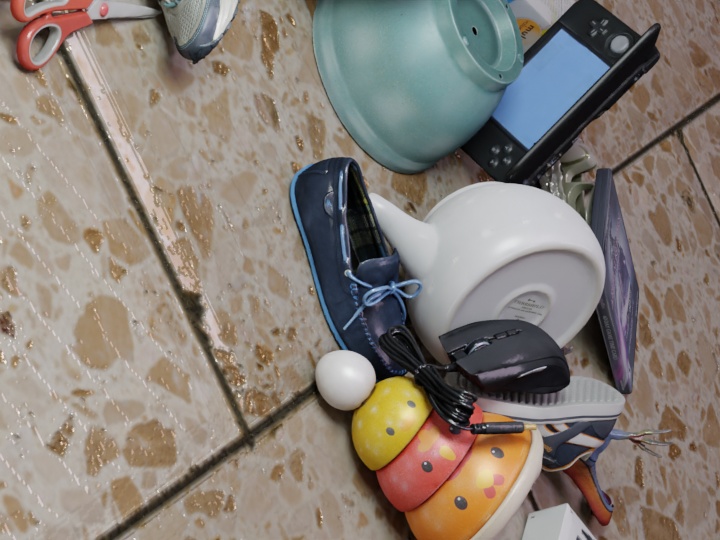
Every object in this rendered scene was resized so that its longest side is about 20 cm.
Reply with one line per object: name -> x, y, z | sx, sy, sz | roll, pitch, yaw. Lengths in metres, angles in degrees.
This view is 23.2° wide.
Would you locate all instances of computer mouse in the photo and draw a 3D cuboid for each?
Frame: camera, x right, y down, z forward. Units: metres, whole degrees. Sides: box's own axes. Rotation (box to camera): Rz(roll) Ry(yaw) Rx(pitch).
computer mouse -> 0.124, 0.085, 1.481 | 0.199, 0.046, 0.141 | 6, 31, -37

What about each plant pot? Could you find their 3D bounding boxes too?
plant pot -> 0.070, -0.208, 1.659 | 0.200, 0.134, 0.202 | 29, 50, -43

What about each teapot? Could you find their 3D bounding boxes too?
teapot -> 0.121, -0.010, 1.602 | 0.146, 0.196, 0.201 | 60, -7, 41

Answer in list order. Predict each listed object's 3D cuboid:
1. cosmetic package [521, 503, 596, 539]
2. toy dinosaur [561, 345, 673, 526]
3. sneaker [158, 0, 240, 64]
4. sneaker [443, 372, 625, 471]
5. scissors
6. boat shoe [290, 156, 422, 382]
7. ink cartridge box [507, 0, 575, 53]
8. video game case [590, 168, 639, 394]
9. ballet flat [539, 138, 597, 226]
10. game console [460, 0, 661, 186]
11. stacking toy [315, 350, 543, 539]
cosmetic package -> 0.172, 0.315, 1.587 | 0.083, 0.050, 0.201 | 49, 39, -24
toy dinosaur -> 0.193, 0.165, 1.708 | 0.198, 0.105, 0.183 | -7, 90, -17
sneaker -> -0.159, -0.257, 1.439 | 0.086, 0.077, 0.201 | 19, 46, -40
sneaker -> 0.151, 0.139, 1.588 | 0.199, 0.080, 0.078 | 8, 23, -33
scissors -> -0.207, -0.209, 1.362 | 0.200, 0.014, 0.074 | -35, 135, -54
boat shoe -> 0.000, 0.000, 1.509 | 0.084, 0.068, 0.201 | -33, 100, -54
ink cartridge box -> 0.159, -0.250, 1.815 | 0.200, 0.115, 0.068 | 36, 45, -37
video game case -> 0.266, 0.013, 1.835 | 0.201, 0.019, 0.144 | 69, 25, -47
ballet flat -> 0.225, -0.090, 1.864 | 0.072, 0.071, 0.201 | 29, 50, -42
game console -> 0.181, -0.178, 1.672 | 0.176, 0.200, 0.116 | 47, 3, 39
stacking toy -> 0.040, 0.141, 1.469 | 0.200, 0.146, 0.146 | 37, 42, -10
